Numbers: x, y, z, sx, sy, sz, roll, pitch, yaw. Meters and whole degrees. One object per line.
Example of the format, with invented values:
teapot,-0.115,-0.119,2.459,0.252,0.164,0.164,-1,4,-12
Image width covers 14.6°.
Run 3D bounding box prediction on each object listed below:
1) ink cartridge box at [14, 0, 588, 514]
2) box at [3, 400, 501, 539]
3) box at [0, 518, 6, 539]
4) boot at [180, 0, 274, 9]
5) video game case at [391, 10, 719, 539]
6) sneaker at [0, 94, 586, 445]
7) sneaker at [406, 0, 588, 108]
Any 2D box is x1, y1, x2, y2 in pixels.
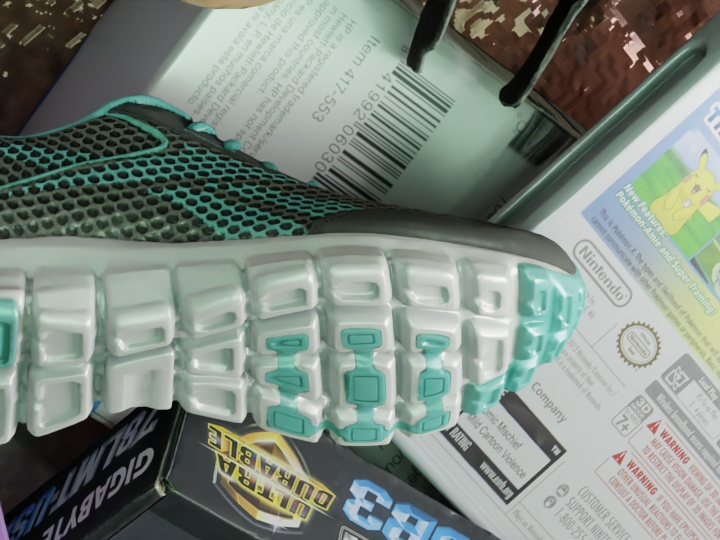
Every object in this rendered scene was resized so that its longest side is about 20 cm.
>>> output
ink cartridge box,0.000,0.000,0.834,0.200,0.086,0.147,35,98,-24
box,-0.026,0.130,0.838,0.199,0.050,0.198,31,136,-21
box,-0.145,0.144,0.729,0.136,0.039,0.201,-14,88,-26
boot,0.006,-0.167,0.699,0.077,0.200,0.156,35,138,6
video game case,0.115,0.030,0.818,0.182,0.022,0.200,-42,123,1
sneaker,-0.041,-0.009,0.728,0.199,0.092,0.078,2,142,-11
sneaker,0.065,-0.145,0.730,0.060,0.104,0.201,19,85,-5
